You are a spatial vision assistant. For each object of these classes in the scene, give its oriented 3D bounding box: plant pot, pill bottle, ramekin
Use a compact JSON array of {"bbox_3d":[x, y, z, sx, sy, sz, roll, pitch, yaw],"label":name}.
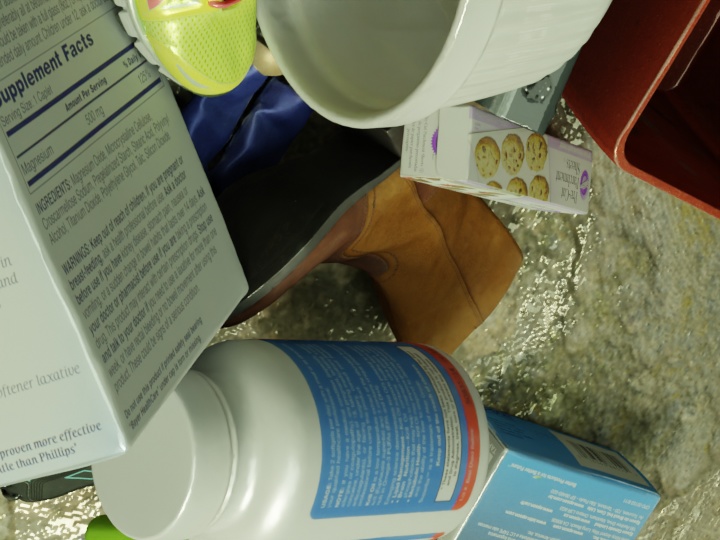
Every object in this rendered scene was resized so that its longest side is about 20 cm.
[{"bbox_3d":[0.210,-0.145,0.958,0.199,0.176,0.201,23,104,-34],"label":"plant pot"},{"bbox_3d":[-0.035,0.091,0.900,0.199,0.112,0.113,4,115,-46],"label":"pill bottle"},{"bbox_3d":[0.035,-0.169,0.791,0.104,0.200,0.202,-8,120,-32],"label":"ramekin"}]

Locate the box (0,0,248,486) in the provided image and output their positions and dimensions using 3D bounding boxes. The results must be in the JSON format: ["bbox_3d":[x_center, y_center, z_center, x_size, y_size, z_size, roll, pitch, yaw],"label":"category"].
[{"bbox_3d":[-0.153,-0.032,0.783,0.104,0.184,0.202,-15,106,18],"label":"box"}]

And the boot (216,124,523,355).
[{"bbox_3d":[0.000,0.000,0.978,0.189,0.068,0.200,-53,145,-17],"label":"boot"}]

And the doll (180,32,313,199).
[{"bbox_3d":[-0.099,-0.035,0.933,0.136,0.048,0.201,25,103,-48],"label":"doll"}]

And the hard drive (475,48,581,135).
[{"bbox_3d":[0.109,-0.176,0.898,0.033,0.140,0.202,21,99,-10],"label":"hard drive"}]

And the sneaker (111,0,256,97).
[{"bbox_3d":[-0.060,-0.164,0.779,0.078,0.090,0.202,-40,141,-43],"label":"sneaker"}]

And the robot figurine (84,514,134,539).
[{"bbox_3d":[-0.075,0.182,1.023,0.175,0.116,0.201,23,104,-41],"label":"robot figurine"}]

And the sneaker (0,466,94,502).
[{"bbox_3d":[-0.192,0.091,0.939,0.198,0.075,0.080,2,117,-28],"label":"sneaker"}]

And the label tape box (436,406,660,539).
[{"bbox_3d":[0.087,0.200,1.152,0.142,0.066,0.201,20,108,-34],"label":"label tape box"}]

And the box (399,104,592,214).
[{"bbox_3d":[0.079,-0.059,0.954,0.200,0.038,0.042,9,87,-65],"label":"box"}]
